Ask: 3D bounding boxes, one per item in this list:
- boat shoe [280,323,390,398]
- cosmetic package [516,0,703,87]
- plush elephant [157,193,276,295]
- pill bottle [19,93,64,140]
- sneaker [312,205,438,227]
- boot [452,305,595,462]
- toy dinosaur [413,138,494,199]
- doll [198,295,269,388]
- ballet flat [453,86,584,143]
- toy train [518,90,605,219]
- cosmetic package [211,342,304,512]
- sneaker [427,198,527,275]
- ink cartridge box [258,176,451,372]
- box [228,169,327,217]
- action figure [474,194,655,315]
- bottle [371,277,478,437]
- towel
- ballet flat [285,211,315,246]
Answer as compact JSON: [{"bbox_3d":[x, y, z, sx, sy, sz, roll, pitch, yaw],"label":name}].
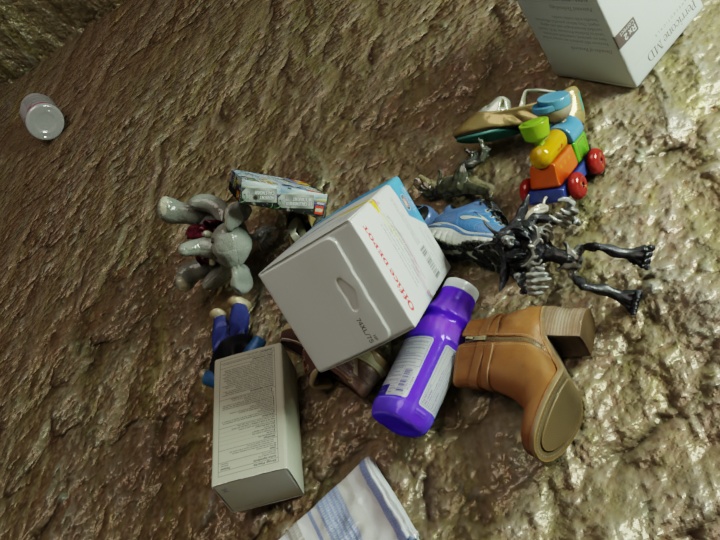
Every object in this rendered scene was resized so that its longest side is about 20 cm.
[{"bbox_3d":[-0.050,0.125,1.101,0.199,0.072,0.072,16,64,42],"label":"boat shoe"},{"bbox_3d":[0.338,-0.393,1.135,0.165,0.200,0.165,-49,36,-8],"label":"cosmetic package"},{"bbox_3d":[-0.236,-0.043,1.334,0.198,0.166,0.155,-6,9,-4],"label":"plush elephant"},{"bbox_3d":[-0.994,-0.484,2.525,0.113,0.113,0.200,-46,37,-4],"label":"pill bottle"},{"bbox_3d":[0.018,-0.067,1.215,0.199,0.078,0.071,-16,44,32],"label":"sneaker"},{"bbox_3d":[0.165,0.119,0.898,0.154,0.077,0.201,-7,47,36],"label":"boot"},{"bbox_3d":[0.153,-0.140,1.175,0.089,0.047,0.200,-63,26,-8],"label":"toy dinosaur"},{"bbox_3d":[-0.192,0.122,1.250,0.136,0.048,0.201,-33,38,15],"label":"doll"},{"bbox_3d":[0.227,-0.224,1.170,0.199,0.068,0.064,-1,88,34],"label":"ballet flat"},{"bbox_3d":[0.228,-0.137,1.015,0.084,0.116,0.200,-4,29,40],"label":"toy train"},{"bbox_3d":[-0.136,0.203,1.074,0.103,0.073,0.201,-15,46,7],"label":"cosmetic package"},{"bbox_3d":[0.166,-0.055,1.069,0.199,0.079,0.090,17,69,50],"label":"sneaker"},{"bbox_3d":[0.000,0.000,1.019,0.145,0.147,0.200,-28,9,26],"label":"ink cartridge box"},{"bbox_3d":[-0.140,-0.129,1.331,0.200,0.136,0.040,-139,58,-72],"label":"box"},{"bbox_3d":[0.220,-0.021,0.909,0.198,0.102,0.120,16,86,20],"label":"action figure"},{"bbox_3d":[0.086,0.103,0.993,0.083,0.065,0.201,-19,39,59],"label":"bottle"},{"bbox_3d":[-0.033,0.321,0.931,0.200,0.024,0.147,-42,36,2],"label":"towel"},{"bbox_3d":[-0.089,-0.027,1.288,0.068,0.063,0.201,-36,37,13],"label":"ballet flat"}]
